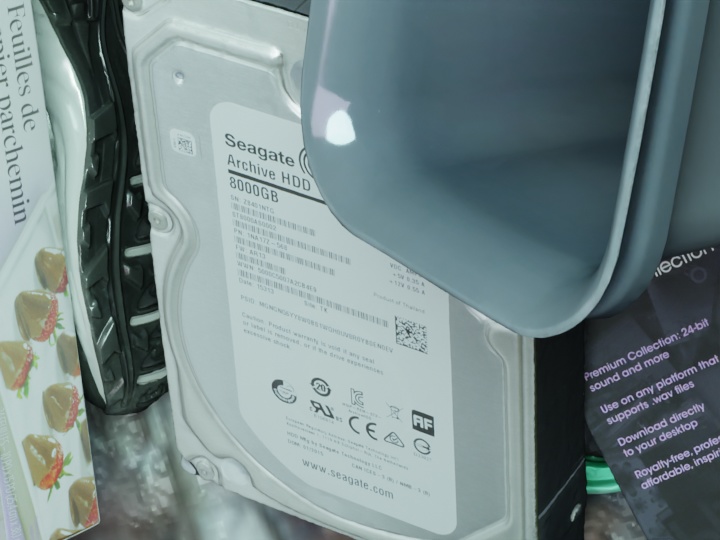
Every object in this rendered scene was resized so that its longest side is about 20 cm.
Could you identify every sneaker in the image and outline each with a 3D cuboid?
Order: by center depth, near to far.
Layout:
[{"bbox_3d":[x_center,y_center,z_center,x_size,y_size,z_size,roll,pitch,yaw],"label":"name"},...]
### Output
[{"bbox_3d":[-0.101,-0.050,0.912,0.079,0.074,0.201,-10,98,39],"label":"sneaker"}]

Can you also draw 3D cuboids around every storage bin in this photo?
[{"bbox_3d":[0.076,-0.099,0.666,0.145,0.134,0.201,31,119,49],"label":"storage bin"}]

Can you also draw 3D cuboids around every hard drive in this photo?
[{"bbox_3d":[0.000,0.000,0.839,0.139,0.038,0.201,19,133,25],"label":"hard drive"}]

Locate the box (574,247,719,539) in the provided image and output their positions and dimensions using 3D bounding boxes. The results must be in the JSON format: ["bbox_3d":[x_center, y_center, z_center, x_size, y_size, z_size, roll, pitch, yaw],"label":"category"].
[{"bbox_3d":[0.131,0.014,0.848,0.142,0.036,0.201,-26,101,14],"label":"box"}]

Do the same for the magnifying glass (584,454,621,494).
[{"bbox_3d":[0.124,0.004,0.877,0.199,0.022,0.080,-30,93,15],"label":"magnifying glass"}]

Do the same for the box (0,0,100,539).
[{"bbox_3d":[-0.118,-0.009,0.867,0.041,0.039,0.201,13,116,43],"label":"box"}]
